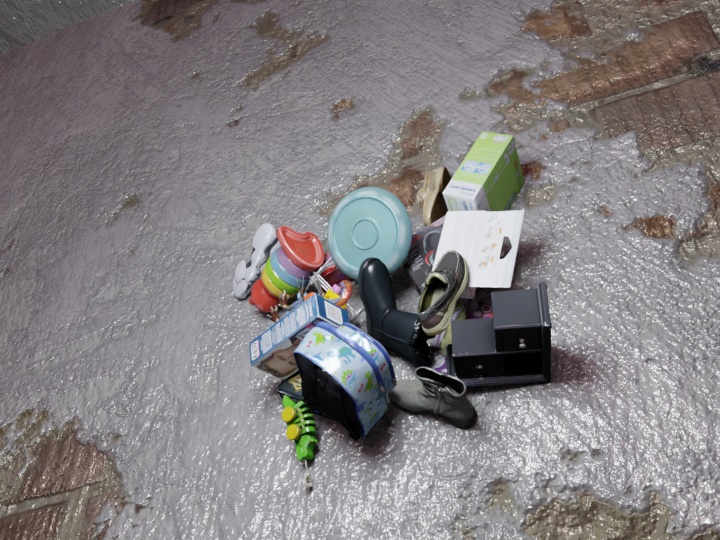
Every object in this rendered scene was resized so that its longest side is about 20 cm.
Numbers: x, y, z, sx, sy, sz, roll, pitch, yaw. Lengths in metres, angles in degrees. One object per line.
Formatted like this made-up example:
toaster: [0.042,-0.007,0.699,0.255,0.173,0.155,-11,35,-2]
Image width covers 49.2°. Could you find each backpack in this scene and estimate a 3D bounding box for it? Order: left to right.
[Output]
backpack: [-0.031,0.188,1.470,0.181,0.202,0.147,30,65,28]

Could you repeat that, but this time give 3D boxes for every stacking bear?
stacking bear: [-0.180,0.014,1.792,0.200,0.120,0.115,-48,50,29]

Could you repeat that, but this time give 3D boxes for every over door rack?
over door rack: [0.000,0.000,1.723,0.148,0.066,0.201,43,104,17]

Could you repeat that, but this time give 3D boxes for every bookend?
bookend: [0.247,0.123,1.437,0.194,0.202,0.094,-4,53,9]

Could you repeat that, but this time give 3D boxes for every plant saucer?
plant saucer: [0.013,-0.077,1.670,0.196,0.027,0.205,-1,87,22]

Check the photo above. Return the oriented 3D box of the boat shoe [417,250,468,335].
boat shoe: [0.156,0.030,1.513,0.071,0.066,0.203,-5,45,32]

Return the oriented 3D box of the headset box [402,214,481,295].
headset box: [0.171,-0.019,1.713,0.147,0.076,0.201,-30,45,-1]

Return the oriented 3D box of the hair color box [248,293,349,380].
hair color box: [-0.124,0.137,1.586,0.199,0.099,0.061,-36,45,27]

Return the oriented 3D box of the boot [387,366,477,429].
boot: [0.126,0.219,1.483,0.197,0.132,0.068,13,56,34]

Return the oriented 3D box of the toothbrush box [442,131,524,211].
toothbrush box: [0.279,-0.186,1.759,0.085,0.147,0.202,14,58,34]

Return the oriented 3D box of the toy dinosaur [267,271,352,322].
toy dinosaur: [-0.094,0.078,1.639,0.178,0.204,0.105,4,30,25]

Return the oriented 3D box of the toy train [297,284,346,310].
toy train: [-0.078,0.117,1.672,0.149,0.055,0.203,-37,45,27]

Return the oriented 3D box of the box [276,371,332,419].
box: [-0.054,0.222,1.629,0.197,0.046,0.160,13,57,34]

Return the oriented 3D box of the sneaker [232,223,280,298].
sneaker: [-0.225,-0.012,1.906,0.075,0.114,0.202,46,113,45]

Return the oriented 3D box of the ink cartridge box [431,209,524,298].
ink cartridge box: [0.241,-0.035,1.609,0.170,0.044,0.203,1,54,25]

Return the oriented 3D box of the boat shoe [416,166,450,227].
boat shoe: [0.168,-0.166,1.856,0.063,0.072,0.202,-8,38,25]

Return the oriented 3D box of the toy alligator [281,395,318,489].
toy alligator: [-0.108,0.326,1.547,0.054,0.059,0.202,-32,53,16]

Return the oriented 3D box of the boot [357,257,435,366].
boot: [0.077,0.080,1.579,0.075,0.204,0.167,-17,17,-35]

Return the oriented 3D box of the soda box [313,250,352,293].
soda box: [-0.017,-0.028,1.821,0.198,0.064,0.070,-31,45,-1]

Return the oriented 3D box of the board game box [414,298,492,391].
board game box: [0.207,0.147,1.584,0.118,0.033,0.201,19,61,32]
